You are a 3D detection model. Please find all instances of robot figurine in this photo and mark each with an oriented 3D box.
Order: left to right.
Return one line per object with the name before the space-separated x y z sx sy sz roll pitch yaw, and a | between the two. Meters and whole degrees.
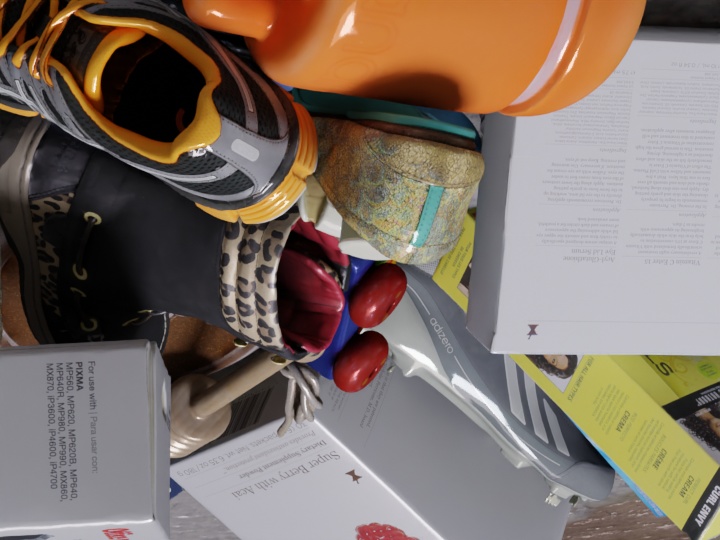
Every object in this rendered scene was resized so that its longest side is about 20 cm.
robot figurine | 0.028 -0.122 1.049 0.200 0.117 0.144 6 121 -25

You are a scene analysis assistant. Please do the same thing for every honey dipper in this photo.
honey dipper | -0.064 0.057 1.331 0.038 0.038 0.200 4 163 -22

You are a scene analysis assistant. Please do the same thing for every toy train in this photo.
toy train | 0.000 0.000 1.328 0.116 0.085 0.200 -45 165 -25

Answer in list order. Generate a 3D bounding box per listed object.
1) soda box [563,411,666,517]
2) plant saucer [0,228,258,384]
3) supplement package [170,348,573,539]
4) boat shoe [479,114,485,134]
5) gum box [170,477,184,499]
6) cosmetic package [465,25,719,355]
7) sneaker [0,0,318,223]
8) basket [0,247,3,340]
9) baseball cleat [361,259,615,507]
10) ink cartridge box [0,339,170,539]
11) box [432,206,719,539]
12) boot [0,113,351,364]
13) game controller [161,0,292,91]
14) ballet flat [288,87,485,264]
soda box | 0.161 0.069 1.446 0.064 0.068 0.200 -12 153 19
plant saucer | -0.117 0.003 1.358 0.200 0.032 0.200 -4 142 -3
supplement package | 0.010 0.114 1.505 0.121 0.120 0.200 -25 121 39
boat shoe | 0.150 -0.041 1.308 0.202 0.086 0.075 10 153 -34
gum box | -0.228 0.142 1.488 0.170 0.045 0.200 12 -142 45
cosmetic package | 0.156 -0.037 1.241 0.200 0.151 0.052 1 -168 -15
sneaker | -0.108 -0.090 1.055 0.200 0.078 0.077 27 180 22
basket | -0.266 -0.022 1.183 0.200 0.136 0.123 -5 168 11
baseball cleat | 0.089 0.048 1.448 0.200 0.070 0.106 37 97 -29
ink cartridge box | -0.186 0.085 1.194 0.200 0.084 0.144 -4 170 -2
box | 0.129 0.043 1.305 0.075 0.200 0.050 -16 142 -42
boot | -0.081 0.006 1.230 0.150 0.073 0.200 19 148 21
game controller | -0.079 -0.091 1.194 0.200 0.042 0.104 11 152 -34
ballet flat | 0.002 -0.040 1.093 0.071 0.071 0.200 0 -171 -13
